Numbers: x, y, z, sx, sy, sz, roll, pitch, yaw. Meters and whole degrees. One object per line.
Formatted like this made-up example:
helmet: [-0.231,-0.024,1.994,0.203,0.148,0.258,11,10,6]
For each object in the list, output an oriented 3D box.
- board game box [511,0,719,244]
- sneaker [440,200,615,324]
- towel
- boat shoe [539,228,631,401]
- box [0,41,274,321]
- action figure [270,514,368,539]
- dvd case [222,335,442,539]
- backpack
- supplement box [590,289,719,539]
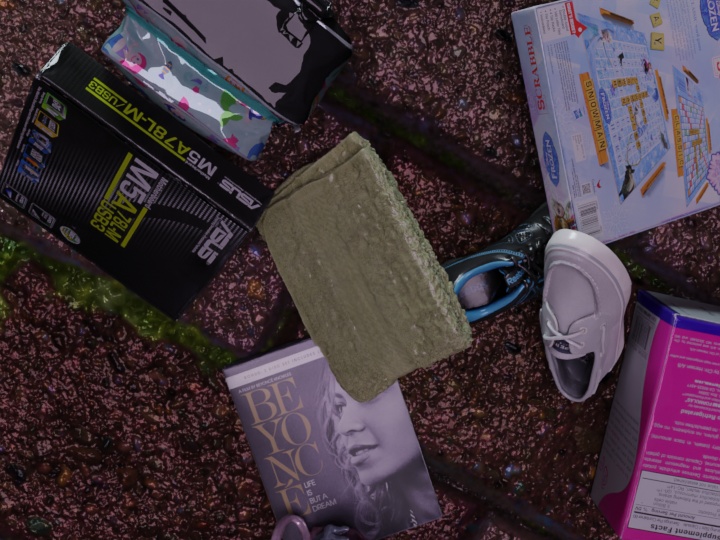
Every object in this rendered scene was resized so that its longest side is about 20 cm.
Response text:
board game box: [0.236,-0.139,0.983,0.197,0.041,0.203,-17,102,-21]
sneaker: [0.147,-0.003,1.013,0.198,0.082,0.074,-31,99,1]
towel: [0.000,0.000,0.988,0.148,0.036,0.202,-30,88,34]
boat shoe: [0.179,0.044,0.978,0.071,0.201,0.069,22,64,20]
box: [-0.186,-0.061,0.935,0.192,0.200,0.048,38,56,-8]
action figure: [0.002,0.326,1.049,0.147,0.135,0.201,6,143,29]
dvd case: [-0.024,0.156,1.065,0.147,0.016,0.203,-19,101,0]
backpack: [-0.103,-0.182,0.907,0.177,0.200,0.151,36,100,-14]
supplement box: [0.282,0.133,1.036,0.102,0.101,0.203,12,100,-6]
